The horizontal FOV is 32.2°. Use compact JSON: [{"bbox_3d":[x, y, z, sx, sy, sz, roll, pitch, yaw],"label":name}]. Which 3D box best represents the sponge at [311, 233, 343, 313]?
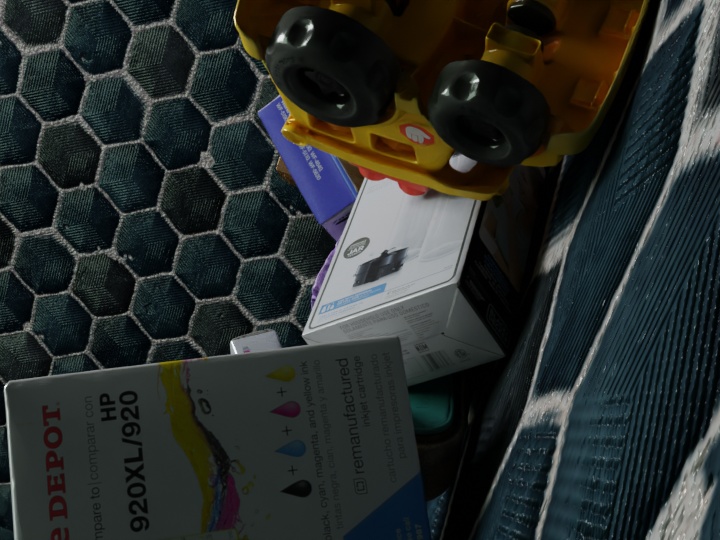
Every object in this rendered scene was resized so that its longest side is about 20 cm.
[{"bbox_3d":[0.000,0.000,0.982,0.112,0.030,0.200,-58,-6,-15],"label":"sponge"}]

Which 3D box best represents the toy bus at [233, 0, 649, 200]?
[{"bbox_3d":[0.048,-0.103,0.693,0.193,0.198,0.137,80,-147,-60],"label":"toy bus"}]

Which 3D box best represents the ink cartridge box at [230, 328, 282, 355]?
[{"bbox_3d":[-0.052,0.181,0.926,0.198,0.043,0.201,93,161,-50],"label":"ink cartridge box"}]

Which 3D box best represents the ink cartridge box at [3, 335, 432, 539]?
[{"bbox_3d":[-0.074,0.132,0.651,0.145,0.197,0.149,110,153,-70],"label":"ink cartridge box"}]

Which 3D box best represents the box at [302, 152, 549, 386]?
[{"bbox_3d":[0.047,-0.020,0.788,0.116,0.060,0.201,-19,32,33],"label":"box"}]

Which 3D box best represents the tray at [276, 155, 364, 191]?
[{"bbox_3d":[0.024,-0.065,1.123,0.099,0.198,0.037,66,-136,-89],"label":"tray"}]

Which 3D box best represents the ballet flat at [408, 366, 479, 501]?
[{"bbox_3d":[0.044,0.075,0.804,0.201,0.067,0.068,-67,-24,-59],"label":"ballet flat"}]

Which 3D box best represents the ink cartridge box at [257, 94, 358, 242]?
[{"bbox_3d":[-0.033,-0.078,0.958,0.039,0.100,0.200,-29,-7,0],"label":"ink cartridge box"}]
